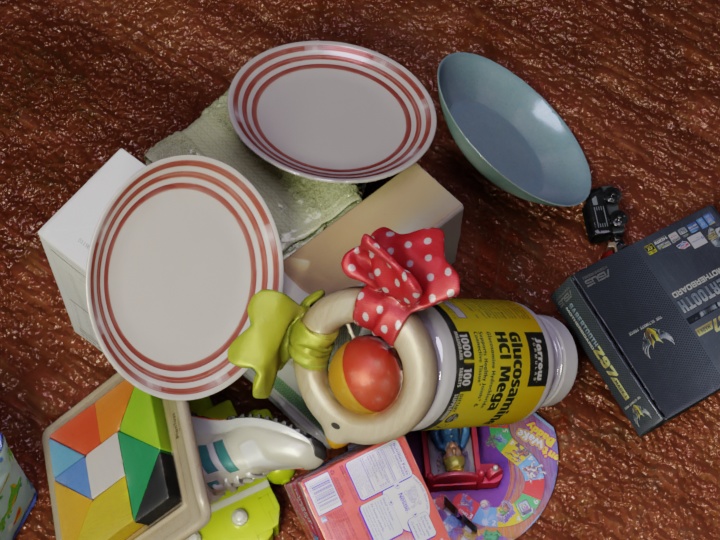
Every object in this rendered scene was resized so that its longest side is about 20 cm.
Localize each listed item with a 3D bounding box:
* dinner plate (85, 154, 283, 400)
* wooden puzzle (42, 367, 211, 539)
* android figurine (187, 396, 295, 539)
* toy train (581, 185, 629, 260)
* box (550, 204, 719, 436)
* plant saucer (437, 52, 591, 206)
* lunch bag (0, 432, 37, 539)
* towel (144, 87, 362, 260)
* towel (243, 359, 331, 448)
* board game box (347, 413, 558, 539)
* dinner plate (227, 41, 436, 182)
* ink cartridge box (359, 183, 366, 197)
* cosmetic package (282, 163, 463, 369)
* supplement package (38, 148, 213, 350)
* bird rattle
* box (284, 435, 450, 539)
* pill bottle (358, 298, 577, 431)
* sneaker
[{"bbox_3d":[-0.146,0.006,1.172,0.024,0.200,0.201,4,53,46],"label":"dinner plate"},{"bbox_3d":[-0.210,0.172,1.210,0.037,0.200,0.186,21,39,-42],"label":"wooden puzzle"},{"bbox_3d":[-0.148,0.198,1.284,0.180,0.041,0.201,-21,64,-13],"label":"android figurine"},{"bbox_3d":[0.254,0.007,1.399,0.045,0.034,0.202,-8,64,-4],"label":"toy train"},{"bbox_3d":[0.300,0.044,1.340,0.199,0.051,0.159,-24,75,-28],"label":"box"},{"bbox_3d":[0.145,-0.132,1.423,0.200,0.039,0.202,28,36,-23],"label":"plant saucer"},{"bbox_3d":[-0.397,0.183,1.207,0.198,0.171,0.128,19,63,6],"label":"lunch bag"},{"bbox_3d":[-0.104,-0.088,1.352,0.148,0.037,0.200,-39,60,-11],"label":"towel"},{"bbox_3d":[-0.015,0.062,1.362,0.149,0.031,0.200,41,66,19],"label":"towel"},{"bbox_3d":[0.089,0.158,1.311,0.199,0.039,0.158,39,68,15],"label":"board game box"},{"bbox_3d":[-0.027,-0.147,1.342,0.198,0.024,0.202,4,46,-4],"label":"dinner plate"},{"bbox_3d":[-0.045,-0.131,1.424,0.115,0.067,0.202,10,63,17],"label":"ink cartridge box"},{"bbox_3d":[0.000,0.000,1.323,0.199,0.106,0.071,-37,67,-23],"label":"cosmetic package"},{"bbox_3d":[-0.201,0.006,1.286,0.113,0.201,0.110,36,67,15],"label":"supplement package"},{"bbox_3d":[0.004,0.058,1.162,0.198,0.113,0.164,-23,93,21],"label":"bird rattle"},{"bbox_3d":[0.025,0.250,1.202,0.102,0.095,0.202,-24,86,-14],"label":"box"},{"bbox_3d":[0.100,0.082,1.254,0.199,0.112,0.113,2,56,-44],"label":"pill bottle"},{"bbox_3d":[-0.120,0.174,1.218,0.198,0.070,0.094,2,71,27],"label":"sneaker"}]
